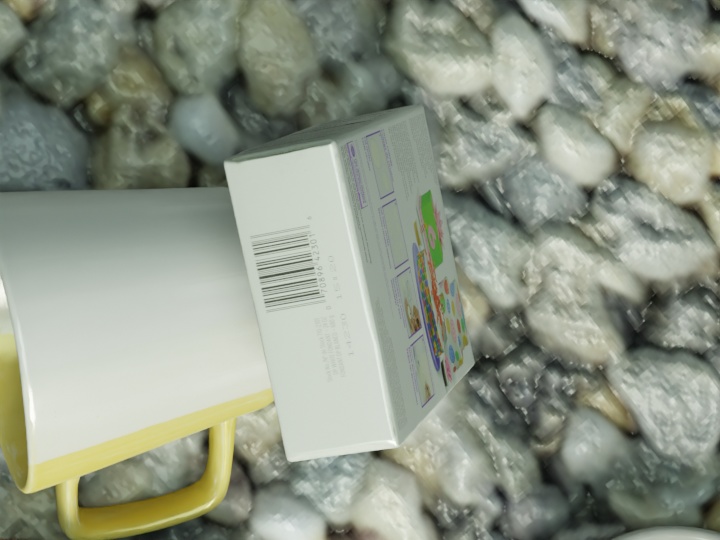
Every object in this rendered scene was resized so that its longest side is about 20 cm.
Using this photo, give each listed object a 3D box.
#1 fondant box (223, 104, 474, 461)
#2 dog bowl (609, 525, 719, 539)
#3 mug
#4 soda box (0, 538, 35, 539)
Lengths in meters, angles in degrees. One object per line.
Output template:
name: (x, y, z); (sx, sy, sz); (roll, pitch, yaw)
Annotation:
fondant box: (0.000, 0.000, 1.060); (0.058, 0.200, 0.145); (-10, 96, 16)
dog bowl: (0.172, 0.226, 1.133); (0.199, 0.059, 0.201); (7, 58, -12)
mug: (-0.114, 0.032, 1.094); (0.152, 0.187, 0.150); (-11, 63, -18)
soda box: (-0.150, 0.177, 1.112); (0.199, 0.068, 0.064); (2, 93, -11)
